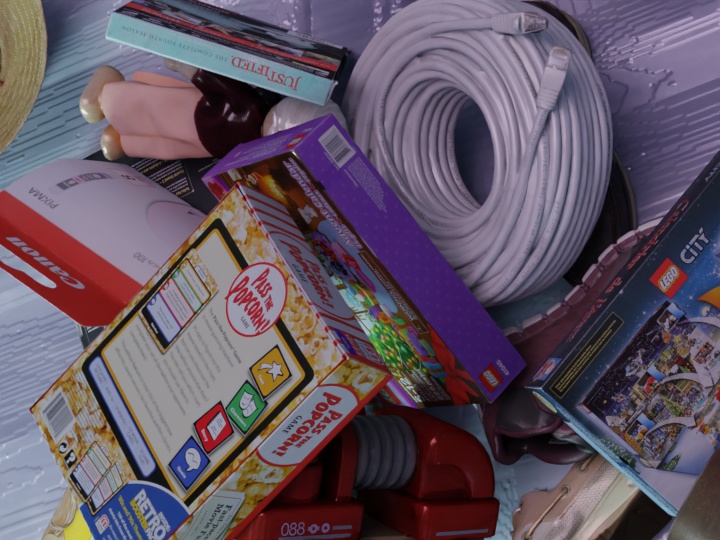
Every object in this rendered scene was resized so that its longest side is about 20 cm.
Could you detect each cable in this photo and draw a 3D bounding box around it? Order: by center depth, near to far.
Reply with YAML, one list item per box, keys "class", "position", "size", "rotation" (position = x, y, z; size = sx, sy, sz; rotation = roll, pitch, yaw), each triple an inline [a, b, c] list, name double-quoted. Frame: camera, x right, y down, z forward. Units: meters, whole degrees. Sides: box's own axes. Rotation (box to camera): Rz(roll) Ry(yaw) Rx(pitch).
- class: "cable"
  position: [0.068, -0.076, 1.397]
  size: [0.200, 0.069, 0.200]
  rotation: [22, 112, 45]

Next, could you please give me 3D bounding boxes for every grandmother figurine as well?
- class: "grandmother figurine"
  position: [-0.095, -0.100, 1.472]
  size: [0.200, 0.121, 0.061]
  rotation: [10, 58, 36]

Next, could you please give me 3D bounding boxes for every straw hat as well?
- class: "straw hat"
  position: [-0.290, -0.137, 1.639]
  size: [0.201, 0.085, 0.201]
  rotation: [-7, 71, 21]

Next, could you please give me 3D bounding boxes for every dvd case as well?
- class: "dvd case"
  position: [-0.082, -0.149, 1.456]
  size: [0.146, 0.200, 0.022]
  rotation: [17, 103, -2]

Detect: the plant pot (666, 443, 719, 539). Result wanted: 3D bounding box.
- class: "plant pot"
  position: [0.276, 0.171, 1.230]
  size: [0.200, 0.187, 0.187]
  rotation: [31, 93, 18]

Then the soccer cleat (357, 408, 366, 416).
- class: "soccer cleat"
  position: [-0.037, 0.154, 1.457]
  size: [0.085, 0.069, 0.200]
  rotation: [1, 93, 44]

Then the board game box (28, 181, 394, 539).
- class: "board game box"
  position: [-0.092, 0.072, 1.299]
  size: [0.200, 0.046, 0.152]
  rotation: [-46, 52, 17]

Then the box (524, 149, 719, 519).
- class: "box"
  position: [0.214, 0.038, 1.327]
  size: [0.137, 0.038, 0.200]
  rotation: [42, 82, -7]

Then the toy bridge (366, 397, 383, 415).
- class: "toy bridge"
  position: [0.027, 0.000, 1.491]
  size: [0.067, 0.027, 0.200]
  rotation: [5, 81, 25]

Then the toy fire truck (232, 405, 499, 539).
- class: "toy fire truck"
  position: [-0.009, 0.101, 1.359]
  size: [0.129, 0.176, 0.200]
  rotation: [20, 106, 54]

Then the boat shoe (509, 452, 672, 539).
- class: "boat shoe"
  position: [0.129, 0.166, 1.387]
  size: [0.200, 0.072, 0.065]
  rotation: [-49, 52, 8]

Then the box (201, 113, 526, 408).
- class: "box"
  position: [0.000, 0.000, 1.382]
  size: [0.039, 0.137, 0.200]
  rotation: [-44, 104, -23]

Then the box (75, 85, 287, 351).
- class: "box"
  position: [-0.118, -0.030, 1.557]
  size: [0.200, 0.044, 0.160]
  rotation: [-27, 69, 18]

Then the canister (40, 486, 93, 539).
- class: "canister"
  position: [-0.136, 0.130, 1.458]
  size: [0.086, 0.149, 0.200]
  rotation: [30, 104, 4]

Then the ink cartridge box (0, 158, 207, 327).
- class: "ink cartridge box"
  position: [-0.162, -0.021, 1.438]
  size: [0.162, 0.200, 0.057]
  rotation: [33, 101, 27]

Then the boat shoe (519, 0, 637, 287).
- class: "boat shoe"
  position: [0.123, -0.083, 1.438]
  size: [0.074, 0.073, 0.200]
  rotation: [-22, 70, 20]

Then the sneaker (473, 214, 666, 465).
- class: "sneaker"
  position: [0.155, 0.057, 1.370]
  size: [0.200, 0.076, 0.116]
  rotation: [-39, 30, 22]
